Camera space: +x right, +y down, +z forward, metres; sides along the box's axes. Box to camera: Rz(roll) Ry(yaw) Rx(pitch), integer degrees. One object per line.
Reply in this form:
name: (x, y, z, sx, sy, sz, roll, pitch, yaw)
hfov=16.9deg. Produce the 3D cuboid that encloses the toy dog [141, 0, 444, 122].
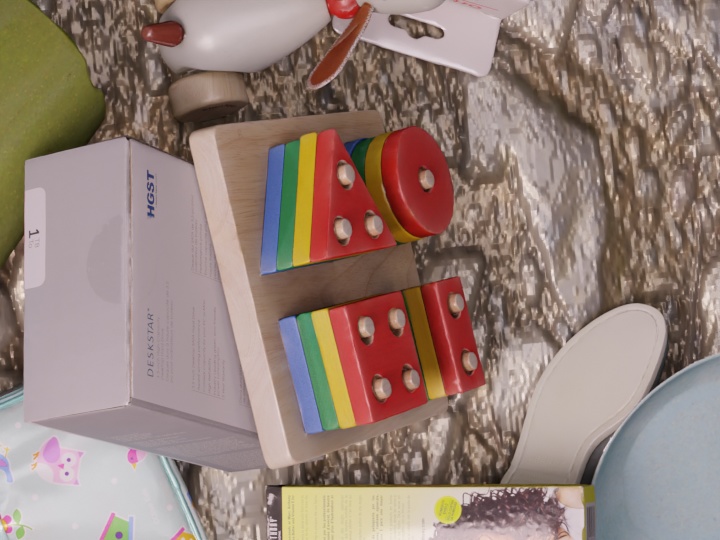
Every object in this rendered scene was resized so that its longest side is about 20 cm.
toy dog: (-0.054, -0.161, 1.465, 0.200, 0.096, 0.132, -37, 79, 19)

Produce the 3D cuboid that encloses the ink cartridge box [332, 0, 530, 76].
ink cartridge box: (0.062, -0.236, 1.542, 0.116, 0.067, 0.200, 15, 84, -10)

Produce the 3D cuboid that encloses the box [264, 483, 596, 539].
box: (0.042, 0.166, 1.481, 0.200, 0.050, 0.075, -3, 87, 15)

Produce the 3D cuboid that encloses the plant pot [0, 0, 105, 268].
plant pot: (-0.255, -0.069, 1.418, 0.200, 0.200, 0.190, 44, 66, -6)

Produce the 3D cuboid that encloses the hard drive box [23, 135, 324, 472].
hard drive box: (-0.105, 0.025, 1.413, 0.077, 0.200, 0.156, -11, 72, 30)

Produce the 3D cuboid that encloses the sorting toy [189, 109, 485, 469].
sorting toy: (0.000, 0.000, 1.449, 0.069, 0.200, 0.199, -14, 89, 30)

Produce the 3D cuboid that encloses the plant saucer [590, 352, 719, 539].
plant saucer: (0.229, 0.130, 1.534, 0.201, 0.039, 0.201, -8, 117, -15)

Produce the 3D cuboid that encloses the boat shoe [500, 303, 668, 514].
boat shoe: (0.144, 0.115, 1.553, 0.200, 0.073, 0.062, -61, 142, -16)

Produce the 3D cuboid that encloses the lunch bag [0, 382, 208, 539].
lunch bag: (-0.179, 0.166, 1.459, 0.160, 0.077, 0.200, -22, 91, -13)
